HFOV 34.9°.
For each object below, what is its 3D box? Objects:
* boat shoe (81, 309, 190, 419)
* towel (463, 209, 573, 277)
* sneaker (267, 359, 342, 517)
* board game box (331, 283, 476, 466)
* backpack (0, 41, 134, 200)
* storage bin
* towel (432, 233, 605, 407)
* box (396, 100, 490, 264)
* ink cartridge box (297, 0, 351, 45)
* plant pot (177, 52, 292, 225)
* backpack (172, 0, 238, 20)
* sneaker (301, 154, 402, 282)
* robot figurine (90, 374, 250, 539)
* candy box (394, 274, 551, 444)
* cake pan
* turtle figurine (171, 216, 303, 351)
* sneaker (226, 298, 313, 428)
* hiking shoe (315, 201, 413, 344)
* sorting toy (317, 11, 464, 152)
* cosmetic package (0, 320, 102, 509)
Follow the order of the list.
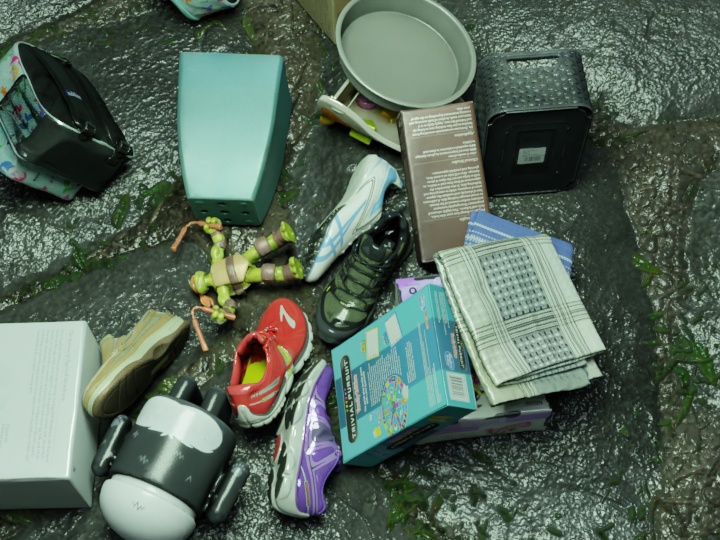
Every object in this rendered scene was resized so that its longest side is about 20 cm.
[{"bbox_3d":[-0.291,0.110,1.413,0.076,0.072,0.200,27,31,10],"label":"boat shoe"},{"bbox_3d":[0.184,0.028,1.421,0.144,0.024,0.201,20,60,-5],"label":"towel"},{"bbox_3d":[-0.059,0.207,1.399,0.083,0.081,0.201,20,60,-18],"label":"sneaker"},{"bbox_3d":[0.047,0.128,1.362,0.047,0.200,0.152,13,56,-34],"label":"board game box"},{"bbox_3d":[-0.421,-0.205,1.550,0.150,0.177,0.201,-38,63,16],"label":"backpack"},{"bbox_3d":[0.221,-0.191,1.513,0.134,0.200,0.094,-5,61,-1],"label":"storage bin"},{"bbox_3d":[0.193,0.054,1.353,0.192,0.035,0.201,-8,71,-38],"label":"towel"},{"bbox_3d":[0.112,-0.113,1.507,0.100,0.075,0.201,-8,87,-3],"label":"box"},{"bbox_3d":[-0.055,-0.455,1.660,0.075,0.200,0.165,-30,66,-14],"label":"ink cartridge box"},{"bbox_3d":[-0.176,-0.170,1.552,0.140,0.141,0.201,3,70,3],"label":"plant pot"},{"bbox_3d":[-0.253,-0.475,1.684,0.150,0.178,0.201,-17,64,15],"label":"backpack"},{"bbox_3d":[-0.012,-0.063,1.531,0.072,0.072,0.200,37,74,-11],"label":"sneaker"},{"bbox_3d":[-0.223,0.228,1.353,0.150,0.125,0.201,-5,52,46],"label":"robot figurine"},{"bbox_3d":[0.137,0.105,1.434,0.167,0.072,0.201,-6,62,-3],"label":"candy box"},{"bbox_3d":[0.058,-0.294,1.556,0.199,0.037,0.201,8,60,-13],"label":"cake pan"},{"bbox_3d":[-0.157,0.008,1.495,0.160,0.064,0.201,-17,55,9],"label":"turtle figurine"},{"bbox_3d":[-0.114,0.099,1.416,0.077,0.085,0.201,-5,41,18],"label":"sneaker"},{"bbox_3d":[0.000,0.000,1.476,0.075,0.101,0.200,25,66,14],"label":"hiking shoe"},{"bbox_3d":[0.055,-0.229,1.603,0.180,0.107,0.200,32,57,3],"label":"sorting toy"},{"bbox_3d":[-0.423,0.176,1.383,0.199,0.123,0.200,-2,62,2],"label":"cosmetic package"}]
